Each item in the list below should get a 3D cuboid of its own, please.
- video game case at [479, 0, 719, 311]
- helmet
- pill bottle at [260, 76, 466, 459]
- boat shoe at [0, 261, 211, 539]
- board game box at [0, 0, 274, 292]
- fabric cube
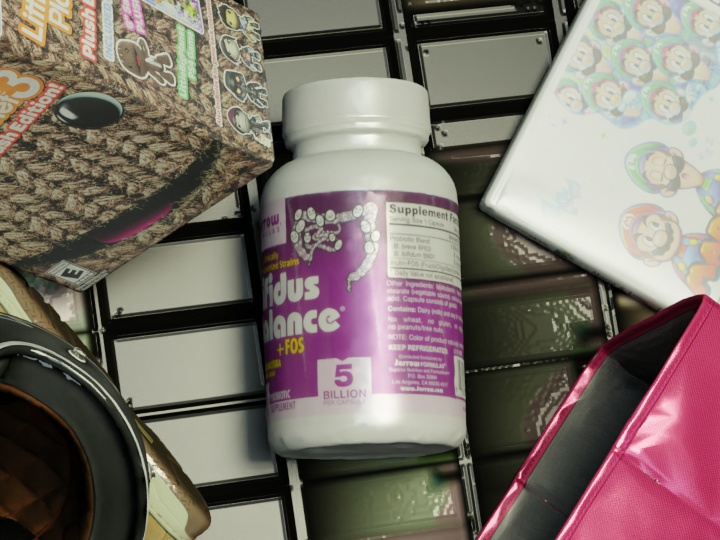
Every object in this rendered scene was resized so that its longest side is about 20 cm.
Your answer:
[{"bbox_3d":[0.192,-0.079,1.397,0.181,0.024,0.201,29,77,-4],"label":"video game case"},{"bbox_3d":[-0.209,0.108,1.175,0.190,0.200,0.201,-25,85,-53],"label":"helmet"},{"bbox_3d":[0.000,0.000,1.302,0.112,0.112,0.201,0,80,-11],"label":"pill bottle"},{"bbox_3d":[-0.169,0.081,1.283,0.076,0.072,0.200,-38,87,2],"label":"boat shoe"},{"bbox_3d":[-0.171,-0.091,1.209,0.199,0.159,0.097,23,47,-40],"label":"board game box"},{"bbox_3d":[0.186,0.159,1.267,0.199,0.196,0.200,35,76,-3],"label":"fabric cube"}]
